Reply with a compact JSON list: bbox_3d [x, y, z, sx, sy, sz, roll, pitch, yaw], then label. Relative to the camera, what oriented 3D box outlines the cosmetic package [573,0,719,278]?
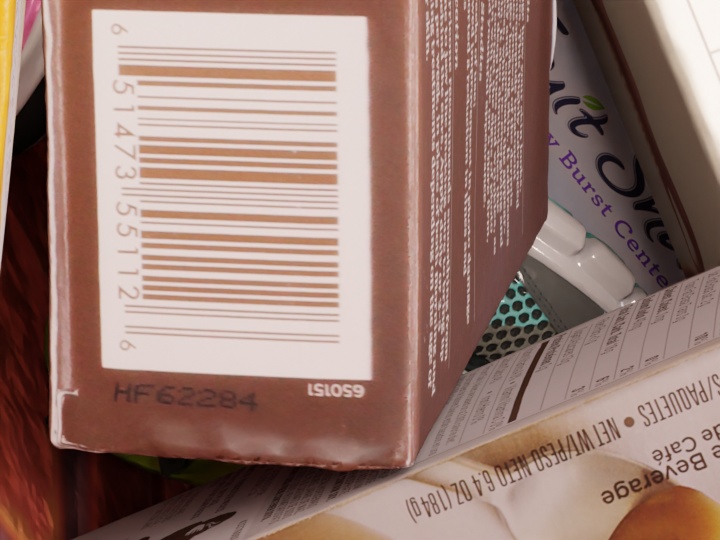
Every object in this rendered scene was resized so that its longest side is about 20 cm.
[{"bbox_3d":[0.108,-0.071,0.718,0.087,0.103,0.201,131,-61,-83],"label":"cosmetic package"}]

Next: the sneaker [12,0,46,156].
[{"bbox_3d":[-0.059,-0.102,0.695,0.087,0.074,0.200,46,43,-46],"label":"sneaker"}]

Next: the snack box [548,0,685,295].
[{"bbox_3d":[0.072,-0.028,0.853,0.142,0.200,0.053,51,51,0],"label":"snack box"}]

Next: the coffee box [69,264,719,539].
[{"bbox_3d":[0.038,0.079,0.574,0.115,0.200,0.080,66,13,-7],"label":"coffee box"}]

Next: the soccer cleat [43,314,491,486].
[{"bbox_3d":[0.021,0.044,0.670,0.200,0.068,0.081,29,28,19],"label":"soccer cleat"}]

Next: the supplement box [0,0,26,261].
[{"bbox_3d":[-0.092,-0.086,0.511,0.200,0.073,0.126,-96,-169,-58],"label":"supplement box"}]

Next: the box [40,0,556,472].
[{"bbox_3d":[-0.006,-0.037,0.615,0.200,0.075,0.100,-48,139,-72],"label":"box"}]

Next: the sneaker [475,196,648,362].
[{"bbox_3d":[0.000,0.000,0.792,0.200,0.091,0.078,40,-10,-24],"label":"sneaker"}]
